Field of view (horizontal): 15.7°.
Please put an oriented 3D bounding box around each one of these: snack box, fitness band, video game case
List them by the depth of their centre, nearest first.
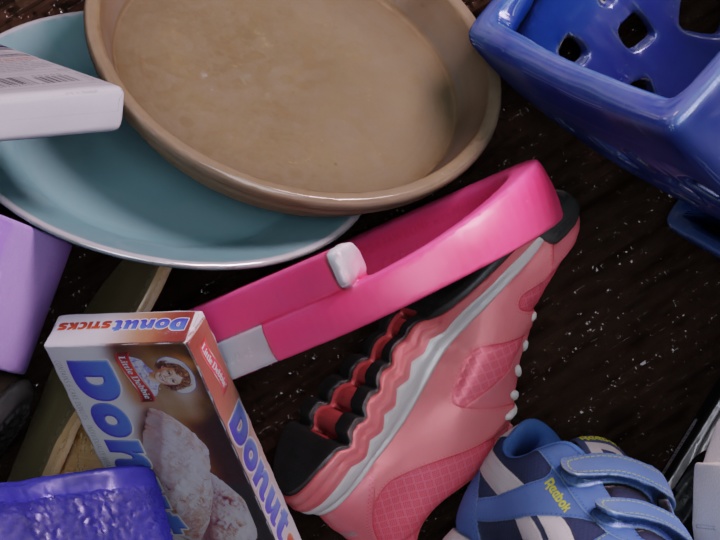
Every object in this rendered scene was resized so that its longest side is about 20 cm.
[{"bbox_3d":[-0.233,-0.081,1.104,0.199,0.182,0.023,-10,113,-44],"label":"video game case"},{"bbox_3d":[0.000,0.000,1.174,0.199,0.143,0.038,-22,95,42],"label":"fitness band"},{"bbox_3d":[-0.075,0.098,1.186,0.072,0.024,0.201,-2,131,23],"label":"snack box"}]

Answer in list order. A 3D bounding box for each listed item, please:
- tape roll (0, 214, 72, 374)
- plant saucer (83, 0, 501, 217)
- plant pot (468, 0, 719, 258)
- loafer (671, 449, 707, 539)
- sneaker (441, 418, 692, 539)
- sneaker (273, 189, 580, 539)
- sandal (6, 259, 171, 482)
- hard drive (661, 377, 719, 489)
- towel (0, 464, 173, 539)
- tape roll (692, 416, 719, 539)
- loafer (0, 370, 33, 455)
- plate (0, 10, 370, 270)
[{"bbox_3d":[-0.233,-0.017,1.167,0.199,0.200,0.066,21,87,-1],"label":"tape roll"},{"bbox_3d":[-0.032,-0.096,1.209,0.199,0.030,0.201,11,46,-11],"label":"plant saucer"},{"bbox_3d":[0.201,-0.101,1.177,0.200,0.200,0.180,-48,117,-5],"label":"plant pot"},{"bbox_3d":[0.138,0.177,1.220,0.070,0.068,0.201,34,106,9],"label":"loafer"},{"bbox_3d":[0.107,0.117,1.159,0.074,0.200,0.083,28,84,-32],"label":"sneaker"},{"bbox_3d":[0.045,0.050,1.251,0.087,0.074,0.200,43,83,-25],"label":"sneaker"},{"bbox_3d":[-0.123,0.085,1.243,0.069,0.078,0.212,32,93,-20],"label":"sandal"},{"bbox_3d":[0.252,0.117,1.260,0.200,0.038,0.140,33,88,-1],"label":"hard drive"},{"bbox_3d":[-0.126,0.184,1.098,0.147,0.049,0.201,-1,67,-42],"label":"towel"},{"bbox_3d":[0.244,0.117,1.186,0.202,0.037,0.204,1,87,-25],"label":"tape roll"},{"bbox_3d":[-0.246,0.096,1.221,0.199,0.073,0.071,-33,86,3],"label":"loafer"},{"bbox_3d":[-0.092,-0.056,1.200,0.199,0.201,0.026,14,126,-1],"label":"plate"}]
